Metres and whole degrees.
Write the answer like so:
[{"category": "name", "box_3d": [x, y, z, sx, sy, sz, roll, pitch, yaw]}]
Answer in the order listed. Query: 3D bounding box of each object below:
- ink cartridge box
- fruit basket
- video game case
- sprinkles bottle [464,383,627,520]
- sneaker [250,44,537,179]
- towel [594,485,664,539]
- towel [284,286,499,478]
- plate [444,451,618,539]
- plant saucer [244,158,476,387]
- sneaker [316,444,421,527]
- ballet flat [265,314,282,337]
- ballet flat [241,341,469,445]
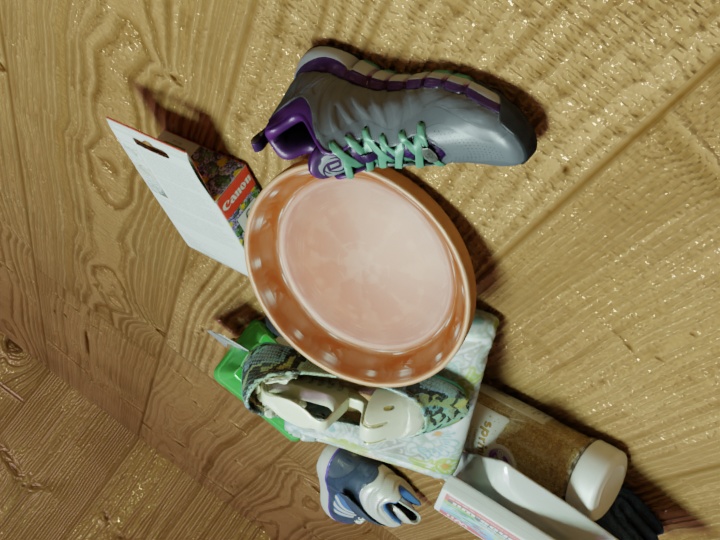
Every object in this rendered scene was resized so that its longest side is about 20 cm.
[{"category": "ink cartridge box", "box_3d": [-0.144, -0.076, 1.210, 0.108, 0.051, 0.201, 25, 157, 32]}, {"category": "fruit basket", "box_3d": [-0.104, 0.124, 1.585, 0.185, 0.094, 0.200, 40, 176, -7]}, {"category": "video game case", "box_3d": [0.135, 0.244, 1.227, 0.142, 0.018, 0.200, 31, 168, 9]}, {"category": "sprinkles bottle", "box_3d": [0.145, 0.155, 1.213, 0.199, 0.069, 0.068, 26, 159, 31]}, {"category": "sneaker", "box_3d": [0.019, -0.082, 0.850, 0.199, 0.088, 0.075, 20, 155, 41]}, {"category": "towel", "box_3d": [0.198, 0.221, 1.303, 0.199, 0.049, 0.112, 14, 152, 51]}, {"category": "towel", "box_3d": [0.022, 0.091, 1.163, 0.169, 0.048, 0.202, 15, 131, 5]}, {"category": "plate", "box_3d": [0.166, 0.235, 1.232, 0.199, 0.033, 0.199, 36, 167, -12]}, {"category": "plant saucer", "box_3d": [0.000, 0.000, 1.044, 0.198, 0.032, 0.203, 14, 125, 21]}, {"category": "sneaker", "box_3d": [0.020, 0.320, 1.794, 0.146, 0.081, 0.201, 31, 155, 28]}, {"category": "ballet flat", "box_3d": [-0.036, 0.028, 1.232, 0.199, 0.073, 0.073, 4, 144, 47]}, {"category": "ballet flat", "box_3d": [-0.009, 0.115, 1.117, 0.197, 0.075, 0.074, 9, 155, 10]}]
